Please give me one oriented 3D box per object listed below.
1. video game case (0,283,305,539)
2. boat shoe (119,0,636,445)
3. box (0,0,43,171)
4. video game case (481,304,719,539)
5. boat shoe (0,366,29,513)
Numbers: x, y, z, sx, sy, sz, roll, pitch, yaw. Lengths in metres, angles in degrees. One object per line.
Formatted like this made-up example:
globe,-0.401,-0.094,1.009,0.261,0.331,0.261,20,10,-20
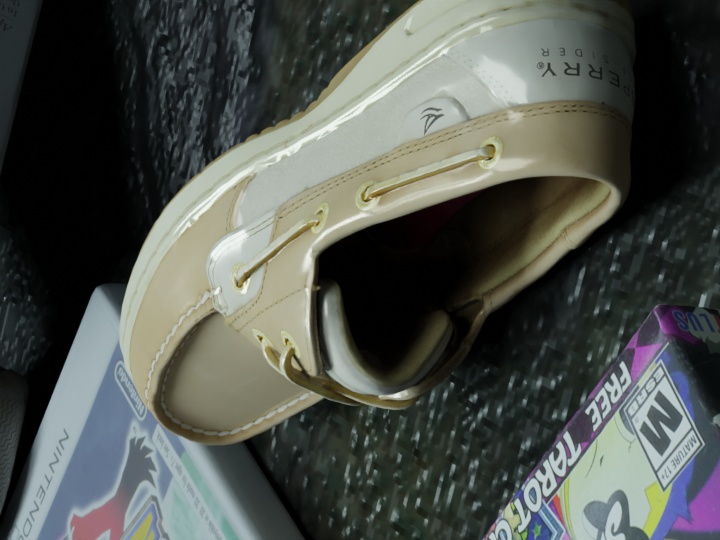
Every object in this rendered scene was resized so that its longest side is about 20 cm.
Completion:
video game case,-0.070,0.133,0.903,0.200,0.023,0.183,53,127,48
boat shoe,0.000,0.000,0.776,0.200,0.073,0.069,-44,43,43
box,-0.175,-0.059,0.982,0.124,0.097,0.201,-45,27,43
video game case,0.063,0.141,0.684,0.200,0.036,0.182,-56,42,35
boat shoe,-0.177,0.091,1.016,0.200,0.073,0.075,-47,27,42
